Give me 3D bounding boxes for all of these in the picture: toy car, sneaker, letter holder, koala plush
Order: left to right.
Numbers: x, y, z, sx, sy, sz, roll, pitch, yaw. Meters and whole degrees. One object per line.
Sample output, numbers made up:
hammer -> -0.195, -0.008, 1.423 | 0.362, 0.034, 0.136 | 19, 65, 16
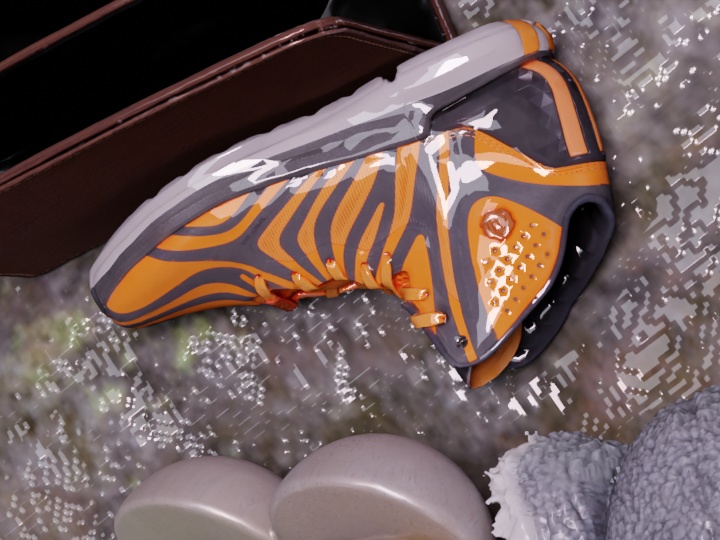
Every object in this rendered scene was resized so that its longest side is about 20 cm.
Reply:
letter holder -> -0.088, -0.082, 0.990 | 0.199, 0.142, 0.101 | -26, 82, 20
toy car -> -0.021, 0.163, 0.971 | 0.200, 0.150, 0.175 | -11, 44, 43
sneaker -> 0.000, 0.000, 0.992 | 0.200, 0.078, 0.112 | -27, 80, 19
koala plush -> 0.137, 0.126, 0.903 | 0.177, 0.184, 0.201 | -18, 73, 20
